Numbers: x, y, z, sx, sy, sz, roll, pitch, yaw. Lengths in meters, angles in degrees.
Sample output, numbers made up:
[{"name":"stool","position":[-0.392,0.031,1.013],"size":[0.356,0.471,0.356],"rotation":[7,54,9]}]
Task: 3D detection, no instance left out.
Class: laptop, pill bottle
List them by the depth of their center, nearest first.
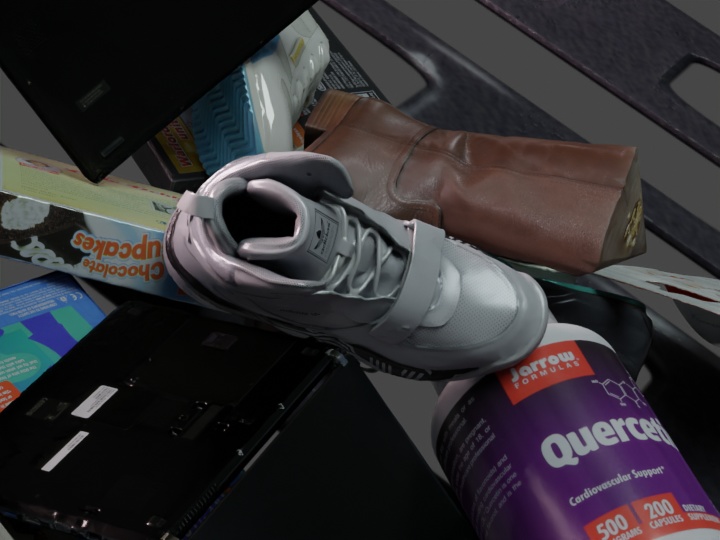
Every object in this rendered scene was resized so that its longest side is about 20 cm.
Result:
[{"name":"laptop","position":[-0.067,0.114,0.872],"size":[0.198,0.104,0.177],"rotation":[11,31,23]},{"name":"pill bottle","position":[0.108,0.108,0.968],"size":[0.111,0.113,0.201],"rotation":[-2,46,-32]},{"name":"laptop","position":[-0.150,-0.185,1.054],"size":[0.187,0.116,0.201],"rotation":[-40,104,-12]}]

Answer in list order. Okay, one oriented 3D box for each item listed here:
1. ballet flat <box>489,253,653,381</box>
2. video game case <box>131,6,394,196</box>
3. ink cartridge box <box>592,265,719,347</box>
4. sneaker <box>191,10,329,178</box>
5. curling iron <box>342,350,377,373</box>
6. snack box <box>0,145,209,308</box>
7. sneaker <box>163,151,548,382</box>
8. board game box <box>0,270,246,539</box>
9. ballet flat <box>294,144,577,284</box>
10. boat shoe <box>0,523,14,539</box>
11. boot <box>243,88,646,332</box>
[{"name":"ballet flat","position":[0.081,0.028,1.085],"size":[0.198,0.073,0.073],"rotation":[18,37,-18]},{"name":"video game case","position":[-0.082,-0.118,1.176],"size":[0.179,0.026,0.200],"rotation":[-8,45,-32]},{"name":"ink cartridge box","position":[0.243,0.040,1.103],"size":[0.198,0.048,0.160],"rotation":[6,8,-31]},{"name":"sneaker","position":[-0.056,-0.116,1.103],"size":[0.080,0.077,0.201],"rotation":[11,41,-22]},{"name":"curling iron","position":[-0.017,-0.010,1.109],"size":[0.049,0.026,0.201],"rotation":[28,27,-34]},{"name":"snack box","position":[-0.164,-0.031,0.998],"size":[0.198,0.037,0.116],"rotation":[14,12,-15]},{"name":"sneaker","position":[0.000,0.000,0.904],"size":[0.198,0.115,0.076],"rotation":[15,79,-1]},{"name":"board game box","position":[-0.145,0.096,0.890],"size":[0.151,0.045,0.200],"rotation":[-19,55,-44]},{"name":"ballet flat","position":[0.054,-0.038,1.114],"size":[0.198,0.070,0.070],"rotation":[23,36,-23]},{"name":"boat shoe","position":[-0.188,0.129,0.767],"size":[0.201,0.075,0.092],"rotation":[57,29,12]},{"name":"boot","position":[0.050,-0.016,1.005],"size":[0.198,0.065,0.188],"rotation":[15,53,10]}]
